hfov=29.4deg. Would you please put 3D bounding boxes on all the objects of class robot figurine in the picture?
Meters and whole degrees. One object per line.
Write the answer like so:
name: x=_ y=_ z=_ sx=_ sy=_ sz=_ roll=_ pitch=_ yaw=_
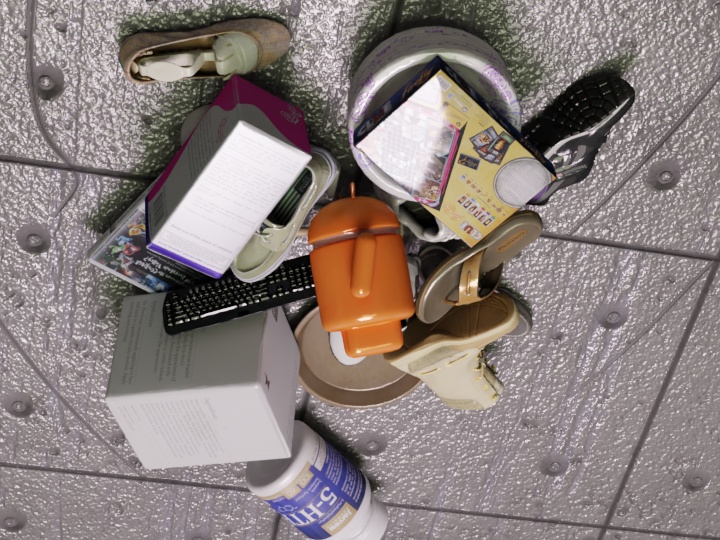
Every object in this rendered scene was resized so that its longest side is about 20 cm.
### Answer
robot figurine: x=0.001 y=0.000 z=1.622 sx=0.116 sy=0.144 sz=0.201 roll=-14 pitch=84 yaw=31

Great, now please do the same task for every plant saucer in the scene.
plant saucer: x=0.002 y=0.103 z=1.843 sx=0.199 sy=0.030 sz=0.201 roll=-3 pitch=125 yaw=-4

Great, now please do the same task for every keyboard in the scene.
keyboard: x=-0.151 y=0.013 z=1.688 sx=0.199 sy=0.104 sz=0.040 roll=-15 pitch=130 yaw=0

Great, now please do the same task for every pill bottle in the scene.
pill bottle: x=-0.056 y=0.312 z=1.931 sx=0.119 sy=0.120 sz=0.200 roll=-36 pitch=120 yaw=19

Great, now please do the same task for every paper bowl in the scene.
paper bowl: x=0.082 y=-0.188 z=1.598 sx=0.199 sy=0.105 sz=0.202 roll=-2 pitch=126 yaw=-3

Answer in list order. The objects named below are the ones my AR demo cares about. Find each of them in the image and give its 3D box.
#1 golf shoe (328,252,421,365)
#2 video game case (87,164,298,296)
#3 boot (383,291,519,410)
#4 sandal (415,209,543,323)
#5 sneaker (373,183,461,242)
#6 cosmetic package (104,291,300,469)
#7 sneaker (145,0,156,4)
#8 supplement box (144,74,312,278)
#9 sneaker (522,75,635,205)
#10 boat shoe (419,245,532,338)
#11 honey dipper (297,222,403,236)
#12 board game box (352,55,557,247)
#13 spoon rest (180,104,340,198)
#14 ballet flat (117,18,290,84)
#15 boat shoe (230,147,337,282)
golf shoe: x=0.013 y=0.062 z=1.739 sx=0.077 sy=0.095 sz=0.200 roll=15 pitch=128 yaw=-17
video game case: x=-0.207 y=-0.034 z=1.712 sx=0.200 sy=0.023 sz=0.182 roll=30 pitch=118 yaw=-36
boot: x=0.150 y=0.110 z=1.784 sx=0.199 sy=0.073 sz=0.155 roll=-25 pitch=131 yaw=31
sandal: x=0.149 y=0.004 z=1.693 sx=0.200 sy=0.054 sz=0.080 roll=-38 pitch=148 yaw=14
sneaker: x=0.109 y=-0.061 z=1.692 sx=0.199 sy=0.100 sz=0.078 roll=16 pitch=122 yaw=-15
cosmetic package: x=-0.193 y=0.134 z=1.733 sx=0.199 sy=0.166 sz=0.165 roll=-5 pitch=139 yaw=11
sneaker: x=-0.241 y=-0.373 z=1.419 sx=0.077 sy=0.140 sz=0.201 roll=-17 pitch=125 yaw=8
supplement box: x=-0.154 y=-0.106 z=1.571 sx=0.103 sy=0.101 sz=0.200 roll=24 pitch=121 yaw=-26
sneaker: x=0.259 y=-0.155 z=1.669 sx=0.200 sy=0.076 sz=0.087 roll=-37 pitch=135 yaw=24
boat shoe: x=0.150 y=0.043 z=1.795 sx=0.200 sy=0.057 sz=0.067 roll=35 pitch=116 yaw=-25
honey dipper: x=-0.046 y=-0.049 z=1.709 sx=0.199 sy=0.038 sz=0.038 roll=0 pitch=126 yaw=-15
board game box: x=0.107 y=-0.131 z=1.556 sx=0.135 sy=0.035 sz=0.200 roll=-39 pitch=119 yaw=22
spoon rest: x=-0.120 y=-0.141 z=1.653 sx=0.199 sy=0.061 sz=0.100 roll=17 pitch=122 yaw=0
ballet flat: x=-0.177 y=-0.241 z=1.563 sx=0.199 sy=0.067 sz=0.068 roll=-9 pitch=124 yaw=1
boat shoe: x=-0.103 y=-0.064 z=1.616 sx=0.072 sy=0.062 sz=0.200 roll=40 pitch=117 yaw=10
